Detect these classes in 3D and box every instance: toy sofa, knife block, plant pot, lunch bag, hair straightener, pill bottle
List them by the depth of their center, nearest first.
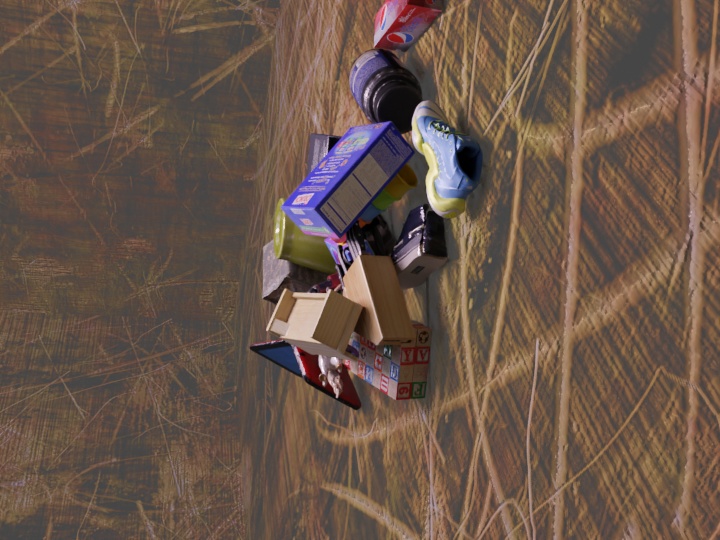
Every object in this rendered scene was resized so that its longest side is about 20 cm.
[{"bbox_3d":[0.022,0.013,1.234,0.199,0.063,0.180,21,108,62],"label":"knife block"},{"bbox_3d":[-0.067,0.087,1.264,0.199,0.097,0.084,-3,61,62],"label":"toy sofa"},{"bbox_3d":[0.048,-0.319,1.377,0.201,0.109,0.114,-111,29,-58],"label":"pill bottle"},{"bbox_3d":[-0.081,0.051,1.536,0.077,0.041,0.200,-40,-2,23],"label":"hair straightener"},{"bbox_3d":[-0.088,-0.084,1.672,0.200,0.189,0.205,-177,90,-74],"label":"plant pot"},{"bbox_3d":[-0.125,0.018,1.793,0.117,0.198,0.166,-40,39,32],"label":"lunch bag"}]

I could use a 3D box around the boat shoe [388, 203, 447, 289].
[{"bbox_3d":[0.086,-0.036,1.267,0.200,0.073,0.095,144,133,-60],"label":"boat shoe"}]

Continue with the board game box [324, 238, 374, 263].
[{"bbox_3d":[0.000,0.000,1.479,0.136,0.044,0.200,61,172,-15],"label":"board game box"}]

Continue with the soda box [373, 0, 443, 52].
[{"bbox_3d":[0.082,-0.455,1.360,0.200,0.069,0.065,162,112,-74],"label":"soda box"}]

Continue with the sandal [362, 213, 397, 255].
[{"bbox_3d":[0.013,-0.077,1.494,0.082,0.055,0.200,-42,28,6],"label":"sandal"}]

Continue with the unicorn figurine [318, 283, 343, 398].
[{"bbox_3d":[-0.063,0.122,1.430,0.138,0.072,0.205,-89,3,-78],"label":"unicorn figurine"}]

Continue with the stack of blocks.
[{"bbox_3d":[0.042,0.134,1.319,0.199,0.058,0.118,19,105,62],"label":"stack of blocks"}]

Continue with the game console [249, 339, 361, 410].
[{"bbox_3d":[-0.115,0.223,1.607,0.118,0.199,0.174,-38,48,13],"label":"game console"}]

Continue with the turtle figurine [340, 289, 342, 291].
[{"bbox_3d":[-0.077,0.134,1.641,0.144,0.193,0.201,48,110,19],"label":"turtle figurine"}]

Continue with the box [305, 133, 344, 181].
[{"bbox_3d":[-0.021,-0.213,1.540,0.200,0.145,0.107,-142,57,-71],"label":"box"}]

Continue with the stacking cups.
[{"bbox_3d":[0.018,-0.114,1.389,0.200,0.060,0.061,-42,41,32],"label":"stacking cups"}]

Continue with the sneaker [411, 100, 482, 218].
[{"bbox_3d":[0.136,-0.183,1.125,0.105,0.074,0.204,-44,51,51],"label":"sneaker"}]

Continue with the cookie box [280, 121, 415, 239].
[{"bbox_3d":[-0.025,-0.154,1.315,0.201,0.075,0.171,-49,22,-12],"label":"cookie box"}]
